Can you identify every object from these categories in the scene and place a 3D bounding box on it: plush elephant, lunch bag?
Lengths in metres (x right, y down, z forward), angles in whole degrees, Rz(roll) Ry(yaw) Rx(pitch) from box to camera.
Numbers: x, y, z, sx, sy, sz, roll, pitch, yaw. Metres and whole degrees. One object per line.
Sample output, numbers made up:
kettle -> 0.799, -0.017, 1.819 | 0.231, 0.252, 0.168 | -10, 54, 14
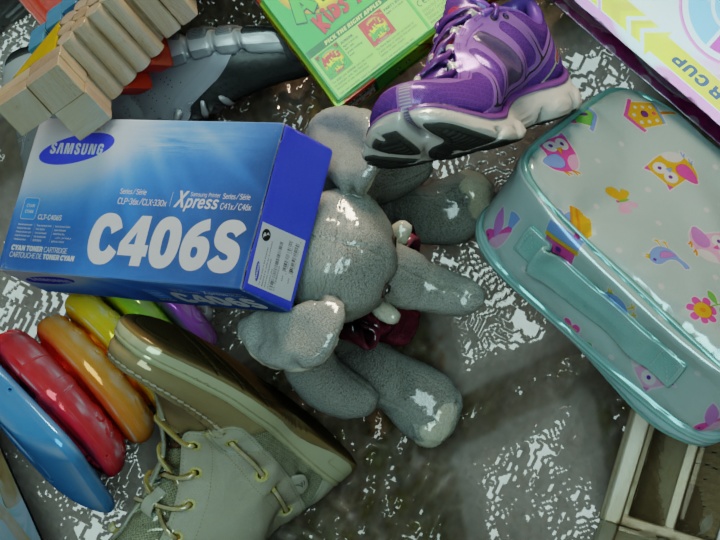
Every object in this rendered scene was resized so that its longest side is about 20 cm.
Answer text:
plush elephant -> 0.000, 0.000, 1.477 | 0.199, 0.155, 0.165 | 18, 85, -17
lunch bag -> 0.165, -0.004, 1.483 | 0.200, 0.160, 0.077 | 42, 134, 9

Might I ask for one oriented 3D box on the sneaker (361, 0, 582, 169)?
sneaker -> 0.052, -0.105, 1.420 | 0.080, 0.200, 0.084 | -12, 98, 25

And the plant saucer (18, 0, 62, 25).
plant saucer -> -0.157, -0.242, 1.577 | 0.200, 0.037, 0.200 | -38, 81, -20

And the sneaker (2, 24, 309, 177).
sneaker -> -0.114, -0.083, 1.574 | 0.199, 0.075, 0.116 | -4, 89, 17

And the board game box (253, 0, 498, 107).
board game box -> 0.038, -0.189, 1.499 | 0.200, 0.048, 0.102 | -37, 83, 0

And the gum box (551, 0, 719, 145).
gum box -> 0.212, -0.150, 1.535 | 0.200, 0.066, 0.114 | 42, 89, 9

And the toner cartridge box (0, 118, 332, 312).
toner cartridge box -> -0.111, -0.033, 1.462 | 0.200, 0.043, 0.095 | 3, 73, 42

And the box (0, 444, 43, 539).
box -> -0.254, 0.160, 1.550 | 0.116, 0.060, 0.201 | -28, 81, 26

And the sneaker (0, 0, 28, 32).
sneaker -> -0.283, -0.157, 1.598 | 0.200, 0.076, 0.081 | -33, 80, -7

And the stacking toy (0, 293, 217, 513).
stacking toy -> -0.129, 0.034, 1.554 | 0.200, 0.110, 0.116 | -43, 64, -10

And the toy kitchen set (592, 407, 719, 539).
toy kitchen set -> 0.129, 0.129, 1.453 | 0.163, 0.200, 0.181 | 17, 87, 8

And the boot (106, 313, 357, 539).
boot -> -0.108, 0.122, 1.497 | 0.155, 0.200, 0.072 | -49, 47, 3

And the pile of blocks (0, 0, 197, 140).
pile of blocks -> -0.129, -0.146, 1.502 | 0.200, 0.082, 0.062 | -50, 118, -15
